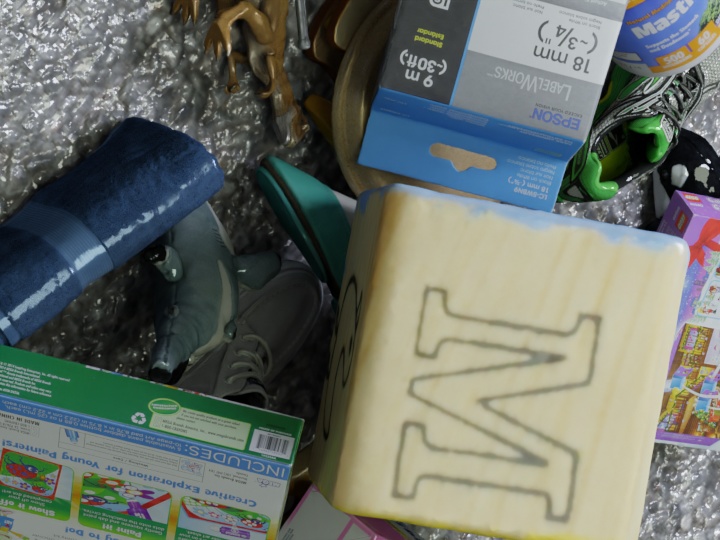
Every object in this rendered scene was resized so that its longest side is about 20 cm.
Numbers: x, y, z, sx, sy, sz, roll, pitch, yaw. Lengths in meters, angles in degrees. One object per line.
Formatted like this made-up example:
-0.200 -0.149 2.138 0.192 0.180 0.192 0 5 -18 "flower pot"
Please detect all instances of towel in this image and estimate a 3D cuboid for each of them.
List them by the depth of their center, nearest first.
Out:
-0.187 -0.024 1.491 0.200 0.111 0.049 -38 117 -19 "towel"

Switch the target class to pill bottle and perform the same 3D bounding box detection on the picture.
0.182 -0.226 1.636 0.113 0.112 0.200 -61 144 -5 "pill bottle"

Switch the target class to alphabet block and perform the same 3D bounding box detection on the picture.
0.083 0.061 1.487 0.195 0.195 0.201 10 89 -4 "alphabet block"

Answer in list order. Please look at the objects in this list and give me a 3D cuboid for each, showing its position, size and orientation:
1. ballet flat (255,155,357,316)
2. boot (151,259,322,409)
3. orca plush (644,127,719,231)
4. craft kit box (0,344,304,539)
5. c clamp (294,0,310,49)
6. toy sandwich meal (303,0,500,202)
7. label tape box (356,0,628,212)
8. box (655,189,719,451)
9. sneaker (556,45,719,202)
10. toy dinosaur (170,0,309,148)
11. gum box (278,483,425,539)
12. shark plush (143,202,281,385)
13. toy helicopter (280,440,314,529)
0.000 0.000 1.606 0.070 0.067 0.201 -28 93 -9 "ballet flat"
-0.081 0.076 1.587 0.200 0.095 0.074 -46 120 -17 "boot"
0.280 -0.013 1.804 0.105 0.071 0.201 -15 109 -28 "orca plush"
-0.146 0.145 1.479 0.199 0.049 0.198 14 135 0 "craft kit box"
0.028 -0.245 1.567 0.199 0.027 0.172 -11 95 -29 "c clamp"
0.045 -0.127 1.640 0.204 0.070 0.207 -10 110 -30 "toy sandwich meal"
0.089 -0.140 1.531 0.143 0.063 0.201 14 106 -3 "label tape box"
0.265 0.042 1.777 0.136 0.039 0.201 9 118 -24 "box"
0.220 -0.115 1.736 0.200 0.085 0.078 -45 120 -16 "sneaker"
-0.068 -0.184 1.570 0.106 0.060 0.201 -12 113 -42 "toy dinosaur"
-0.041 0.256 1.631 0.201 0.066 0.113 -56 150 3 "gum box"
-0.126 0.015 1.513 0.084 0.090 0.200 65 28 -27 "shark plush"
-0.050 0.160 1.636 0.200 0.079 0.133 -37 140 -8 "toy helicopter"
